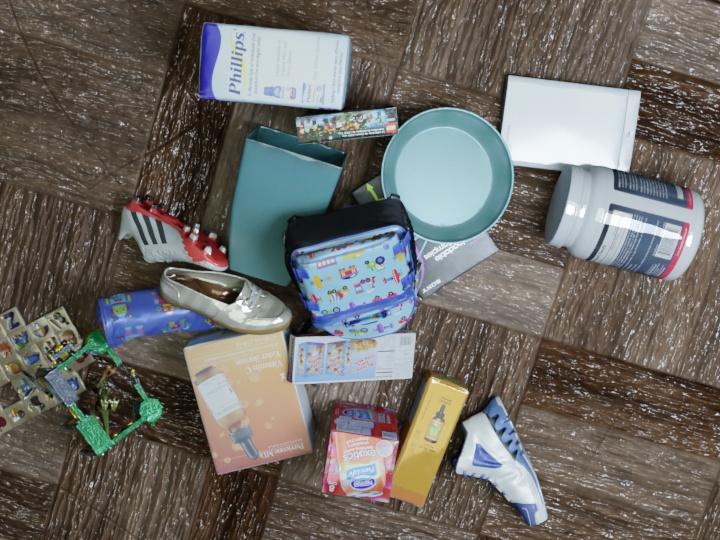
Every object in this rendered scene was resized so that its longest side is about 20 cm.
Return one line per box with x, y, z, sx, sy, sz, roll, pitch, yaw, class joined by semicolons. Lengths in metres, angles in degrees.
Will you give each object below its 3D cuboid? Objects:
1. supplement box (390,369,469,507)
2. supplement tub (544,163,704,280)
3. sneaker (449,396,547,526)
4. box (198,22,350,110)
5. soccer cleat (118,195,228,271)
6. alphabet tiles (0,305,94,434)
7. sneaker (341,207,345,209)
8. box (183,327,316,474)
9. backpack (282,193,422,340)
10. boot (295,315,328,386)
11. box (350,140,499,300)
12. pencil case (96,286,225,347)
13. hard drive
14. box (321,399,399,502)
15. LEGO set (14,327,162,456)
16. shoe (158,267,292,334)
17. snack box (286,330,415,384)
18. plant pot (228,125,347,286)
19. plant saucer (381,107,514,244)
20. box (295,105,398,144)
0.100;0.258;1.602;0.067;0.069;0.200;21;99;-3;supplement box
0.385;-0.073;1.518;0.200;0.140;0.140;15;97;-2;supplement tub
0.205;0.305;1.608;0.115;0.081;0.199;-24;90;7;sneaker
-0.115;-0.286;1.470;0.200;0.184;0.105;6;99;0;box
-0.280;-0.038;1.543;0.200;0.069;0.085;31;107;20;soccer cleat
-0.525;0.144;1.619;0.200;0.008;0.167;-27;96;3;alphabet tiles
0.000;0.000;1.572;0.116;0.074;0.200;21;122;28;sneaker
-0.164;0.185;1.572;0.152;0.106;0.200;-14;97;2;box
-0.003;0.017;1.437;0.182;0.135;0.200;-12;125;1;backpack
-0.061;0.077;1.562;0.097;0.075;0.200;-25;99;-19;boot
0.098;-0.075;1.572;0.143;0.036;0.200;-34;97;4;box
-0.291;0.063;1.548;0.200;0.087;0.078;-9;65;-18;pencil case
0.311;-0.215;1.557;0.200;0.027;0.132;7;97;0;hard drive
-0.001;0.263;1.535;0.100;0.200;0.096;9;96;-1;box
-0.411;0.190;1.587;0.200;0.116;0.154;49;62;-14;LEGO set
-0.195;0.041;1.495;0.200;0.070;0.053;15;141;1;shoe
-0.011;0.128;1.541;0.200;0.024;0.072;0;100;-27;snack box
-0.118;-0.090;1.522;0.141;0.141;0.200;17;105;-2;plant pot
0.125;-0.138;1.528;0.200;0.036;0.200;0;92;-10;plant saucer
-0.017;-0.208;1.471;0.137;0.200;0.038;-5;100;1;box
